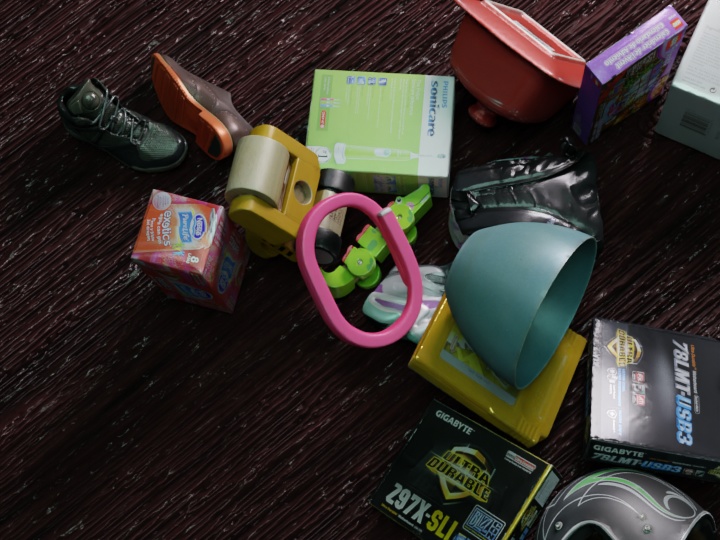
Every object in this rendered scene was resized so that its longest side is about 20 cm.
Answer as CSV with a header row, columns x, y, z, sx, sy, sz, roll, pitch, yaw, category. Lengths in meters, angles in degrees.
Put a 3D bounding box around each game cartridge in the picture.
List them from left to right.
x,y,z,sx,sy,sz,roll,pitch,yaw,category
0.178,0.104,1.526,0.198,0.032,0.178,33,58,-4,game cartridge

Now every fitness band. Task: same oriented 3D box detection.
x,y,z,sx,sy,sz,roll,pitch,yaw,category
0.000,0.000,1.520,0.142,0.037,0.203,-29,98,-21,fitness band

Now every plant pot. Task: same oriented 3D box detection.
x,y,z,sx,sy,sz,roll,pitch,yaw,category
0.182,0.022,1.454,0.133,0.200,0.202,28,77,21,plant pot

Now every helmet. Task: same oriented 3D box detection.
x,y,z,sx,sy,sz,roll,pitch,yaw,category
0.305,0.331,1.421,0.188,0.200,0.203,13,73,36,helmet

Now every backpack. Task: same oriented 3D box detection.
x,y,z,sx,sy,sz,roll,pitch,yaw,category
0.214,-0.073,1.582,0.196,0.127,0.170,-4,61,4,backpack

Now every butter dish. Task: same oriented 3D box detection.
x,y,z,sx,sy,sz,roll,pitch,yaw,category
0.200,-0.262,1.630,0.200,0.198,0.149,43,113,21,butter dish

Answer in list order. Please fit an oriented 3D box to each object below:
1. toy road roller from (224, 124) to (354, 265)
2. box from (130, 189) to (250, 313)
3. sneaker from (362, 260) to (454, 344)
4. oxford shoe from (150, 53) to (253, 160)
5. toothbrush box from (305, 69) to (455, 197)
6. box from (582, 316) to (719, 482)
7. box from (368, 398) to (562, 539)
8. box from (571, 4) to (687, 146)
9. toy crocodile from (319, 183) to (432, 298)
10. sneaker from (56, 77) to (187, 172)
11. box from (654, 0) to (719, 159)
x,y,z,sx,sy,sz,roll,pitch,yaw,category
-0.114,-0.085,1.582,0.145,0.199,0.125,-14,55,43,toy road roller
-0.217,-0.021,1.563,0.098,0.200,0.097,13,76,9,box
0.114,0.048,1.579,0.198,0.078,0.141,31,79,12,sneaker
-0.229,-0.240,1.710,0.072,0.072,0.201,-28,68,-34,oxford shoe
0.029,-0.188,1.651,0.196,0.086,0.148,3,74,7,toothbrush box
0.379,0.160,1.488,0.195,0.050,0.202,9,46,5,box
0.127,0.272,1.484,0.199,0.049,0.161,26,78,41,box
0.351,-0.253,1.583,0.136,0.200,0.039,-36,74,-6,box
0.024,-0.040,1.614,0.062,0.068,0.200,41,85,19,toy crocodile
-0.340,-0.203,1.674,0.197,0.114,0.077,25,79,9,sneaker
0.489,-0.280,1.605,0.105,0.153,0.202,24,77,12,box
